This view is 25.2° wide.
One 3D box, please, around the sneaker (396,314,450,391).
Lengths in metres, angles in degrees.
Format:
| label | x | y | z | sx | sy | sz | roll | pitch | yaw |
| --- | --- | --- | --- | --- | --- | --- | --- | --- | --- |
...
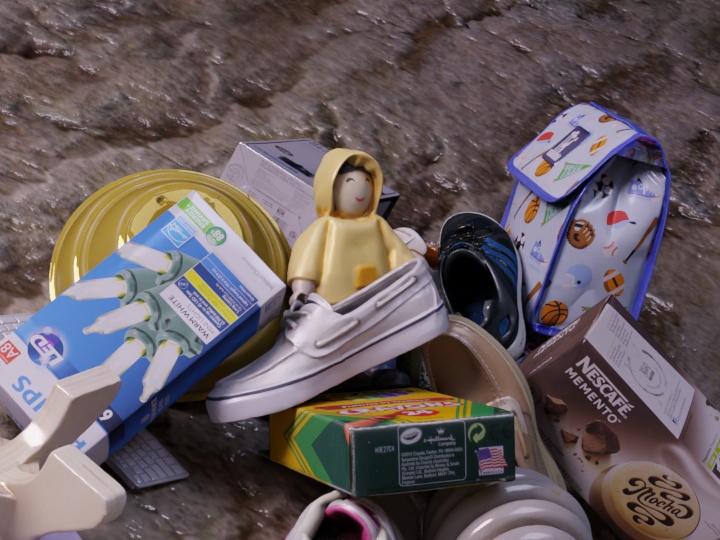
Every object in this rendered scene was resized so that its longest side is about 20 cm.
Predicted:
| label | x | y | z | sx | sy | sz | roll | pitch | yaw |
| --- | --- | --- | --- | --- | --- | --- | --- | --- | --- |
| sneaker | 0.040 | 0.042 | 1.352 | 0.200 | 0.089 | 0.077 | 51 | 37 | -8 |

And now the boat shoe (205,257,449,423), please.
| label | x | y | z | sx | sy | sz | roll | pitch | yaw |
| --- | --- | --- | --- | --- | --- | --- | --- | --- | --- |
| boat shoe | -0.029 | 0.049 | 1.190 | 0.199 | 0.066 | 0.072 | -23 | 10 | -15 |

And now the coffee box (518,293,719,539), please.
| label | x | y | z | sx | sy | sz | roll | pitch | yaw |
| --- | --- | --- | --- | --- | --- | --- | --- | --- | --- |
| coffee box | 0.224 | 0.135 | 1.322 | 0.200 | 0.113 | 0.080 | 48 | 37 | -3 |

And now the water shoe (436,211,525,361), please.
| label | x | y | z | sx | sy | sz | roll | pitch | yaw |
| --- | --- | --- | --- | --- | --- | --- | --- | --- | --- |
| water shoe | 0.104 | -0.002 | 1.418 | 0.200 | 0.071 | 0.079 | -102 | 167 | -50 |

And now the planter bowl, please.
| label | x | y | z | sx | sy | sz | roll | pitch | yaw |
| --- | --- | --- | --- | --- | --- | --- | --- | --- | --- |
| planter bowl | -0.140 | -0.006 | 1.250 | 0.200 | 0.084 | 0.201 | 4 | 66 | -10 |

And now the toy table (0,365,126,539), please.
| label | x | y | z | sx | sy | sz | roll | pitch | yaw |
| --- | --- | --- | --- | --- | --- | --- | --- | --- | --- |
| toy table | -0.228 | 0.131 | 1.003 | 0.200 | 0.117 | 0.184 | 31 | 27 | 11 |

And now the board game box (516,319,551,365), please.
| label | x | y | z | sx | sy | sz | roll | pitch | yaw |
| --- | --- | --- | --- | --- | --- | --- | --- | --- | --- |
| board game box | 0.149 | 0.096 | 1.462 | 0.200 | 0.062 | 0.200 | 37 | 28 | 20 |

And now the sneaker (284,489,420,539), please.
| label | x | y | z | sx | sy | sz | roll | pitch | yaw |
| --- | --- | --- | --- | --- | --- | --- | --- | --- | --- |
| sneaker | -0.003 | 0.193 | 1.121 | 0.081 | 0.088 | 0.200 | 32 | 27 | 11 |

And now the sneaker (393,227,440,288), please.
| label | x | y | z | sx | sy | sz | roll | pitch | yaw |
| --- | --- | --- | --- | --- | --- | --- | --- | --- | --- |
| sneaker | 0.007 | -0.003 | 1.455 | 0.073 | 0.085 | 0.200 | 26 | 13 | 32 |

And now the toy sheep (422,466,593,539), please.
| label | x | y | z | sx | sy | sz | roll | pitch | yaw |
| --- | --- | --- | --- | --- | --- | --- | --- | --- | --- |
| toy sheep | 0.108 | 0.205 | 1.164 | 0.137 | 0.138 | 0.200 | 13 | 15 | -24 |

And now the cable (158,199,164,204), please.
| label | x | y | z | sx | sy | sz | roll | pitch | yaw |
| --- | --- | --- | --- | --- | --- | --- | --- | --- | --- |
| cable | -0.112 | -0.038 | 1.413 | 0.097 | 0.050 | 0.200 | 29 | 7 | 24 |

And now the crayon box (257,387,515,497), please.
| label | x | y | z | sx | sy | sz | roll | pitch | yaw |
| --- | --- | --- | --- | --- | --- | --- | --- | --- | --- |
| crayon box | 0.012 | 0.120 | 1.177 | 0.126 | 0.051 | 0.200 | -3 | 3 | -23 |

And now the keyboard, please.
| label | x | y | z | sx | sy | sz | roll | pitch | yaw |
| --- | --- | --- | --- | --- | --- | --- | --- | --- | --- |
| keyboard | -0.209 | 0.094 | 1.204 | 0.200 | 0.011 | 0.056 | 41 | 30 | 26 |

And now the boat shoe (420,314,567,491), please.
| label | x | y | z | sx | sy | sz | roll | pitch | yaw |
| --- | --- | --- | --- | --- | --- | --- | --- | --- | --- |
| boat shoe | 0.102 | 0.129 | 1.268 | 0.200 | 0.071 | 0.065 | 60 | 35 | -11 |

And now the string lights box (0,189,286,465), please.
| label | x | y | z | sx | sy | sz | roll | pitch | yaw |
| --- | --- | --- | --- | --- | --- | --- | --- | --- | --- |
| string lights box | -0.160 | 0.047 | 1.144 | 0.200 | 0.059 | 0.103 | -41 | 78 | -22 |

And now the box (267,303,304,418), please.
| label | x | y | z | sx | sy | sz | roll | pitch | yaw |
| --- | --- | --- | --- | --- | --- | --- | --- | --- | --- |
| box | -0.106 | 0.049 | 1.342 | 0.200 | 0.040 | 0.137 | 28 | 27 | 2 |

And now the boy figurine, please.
| label | x | y | z | sx | sy | sz | roll | pitch | yaw |
| --- | --- | --- | --- | --- | --- | --- | --- | --- | --- |
| boy figurine | 0.000 | 0.000 | 1.288 | 0.124 | 0.064 | 0.201 | 3 | 77 | -25 |

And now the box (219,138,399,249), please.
| label | x | y | z | sx | sy | sz | roll | pitch | yaw |
| --- | --- | --- | --- | --- | --- | --- | --- | --- | --- |
| box | -0.049 | -0.072 | 1.540 | 0.116 | 0.060 | 0.200 | 33 | 14 | 13 |

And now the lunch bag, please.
| label | x | y | z | sx | sy | sz | roll | pitch | yaw |
| --- | --- | --- | --- | --- | --- | --- | --- | --- | --- |
| lunch bag | 0.203 | -0.049 | 1.490 | 0.123 | 0.201 | 0.170 | 15 | 13 | -16 |
